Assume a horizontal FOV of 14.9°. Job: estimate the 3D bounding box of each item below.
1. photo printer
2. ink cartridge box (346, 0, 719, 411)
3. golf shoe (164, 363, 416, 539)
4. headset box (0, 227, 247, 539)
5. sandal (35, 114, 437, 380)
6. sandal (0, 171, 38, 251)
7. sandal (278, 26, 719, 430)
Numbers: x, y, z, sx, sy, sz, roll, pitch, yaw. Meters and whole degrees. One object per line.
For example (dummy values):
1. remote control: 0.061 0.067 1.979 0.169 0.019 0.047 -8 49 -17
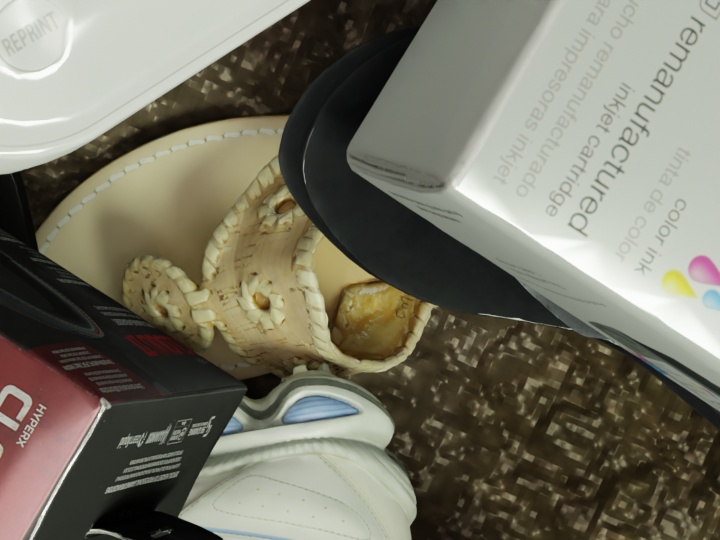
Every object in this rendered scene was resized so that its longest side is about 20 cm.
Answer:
1. photo printer: -0.054 -0.095 0.684 0.200 0.166 0.070 -34 109 -12
2. ink cartridge box: 0.121 -0.034 0.693 0.200 0.086 0.148 31 86 -17
3. golf shoe: -0.080 0.095 0.756 0.199 0.097 0.078 -17 141 12
4. headset box: -0.124 0.019 0.666 0.200 0.149 0.075 32 94 9
5. sandal: -0.001 -0.006 0.776 0.211 0.070 0.078 -8 101 4
6. sandal: -0.121 0.014 0.778 0.075 0.045 0.200 -20 111 15
7. sandal: 0.073 -0.008 0.749 0.200 0.043 0.076 25 87 -21
